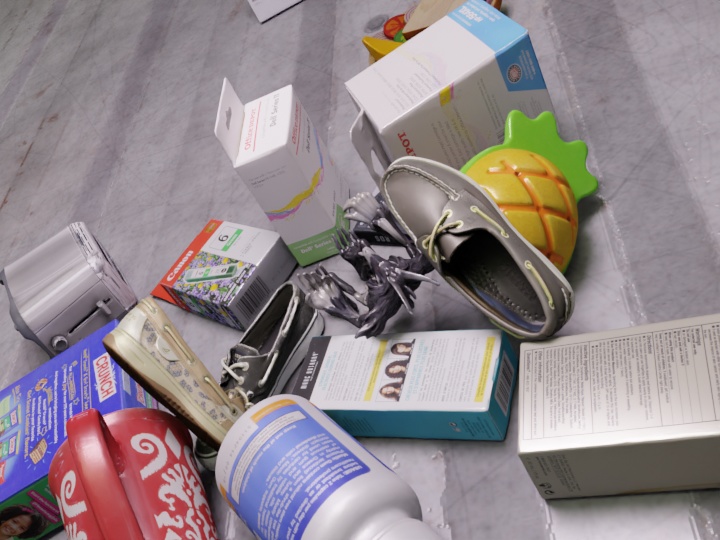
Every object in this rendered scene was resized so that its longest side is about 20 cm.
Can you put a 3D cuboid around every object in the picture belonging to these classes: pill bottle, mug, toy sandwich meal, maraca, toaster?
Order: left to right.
[{"bbox_3d":[-0.372,0.025,1.028,0.128,0.115,0.200,-37,38,-10],"label":"toaster"},{"bbox_3d":[-0.192,0.225,0.669,0.133,0.177,0.201,-45,44,7],"label":"mug"},{"bbox_3d":[-0.022,0.190,0.629,0.112,0.113,0.199,-44,41,-13],"label":"pill bottle"},{"bbox_3d":[0.091,-0.338,1.104,0.202,0.071,0.207,-19,42,18],"label":"toy sandwich meal"},{"bbox_3d":[0.149,-0.059,0.751,0.201,0.137,0.107,-56,13,-21],"label":"maraca"}]

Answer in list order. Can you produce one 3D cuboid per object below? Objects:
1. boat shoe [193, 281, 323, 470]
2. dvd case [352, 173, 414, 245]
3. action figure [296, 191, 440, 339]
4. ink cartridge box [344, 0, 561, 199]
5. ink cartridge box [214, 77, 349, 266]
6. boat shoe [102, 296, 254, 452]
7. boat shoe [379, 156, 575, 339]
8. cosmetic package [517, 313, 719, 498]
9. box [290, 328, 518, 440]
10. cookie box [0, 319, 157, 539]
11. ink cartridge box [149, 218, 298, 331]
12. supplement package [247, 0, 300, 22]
[{"bbox_3d":[-0.112,0.101,0.813,0.070,0.064,0.202,9,56,38],"label":"boat shoe"},{"bbox_3d":[0.093,-0.111,0.916,0.148,0.025,0.202,4,52,36],"label":"dvd case"},{"bbox_3d":[0.000,0.000,0.761,0.120,0.102,0.200,-53,14,-11],"label":"action figure"},{"bbox_3d":[0.085,-0.167,0.857,0.198,0.129,0.126,-32,39,2],"label":"ink cartridge box"},{"bbox_3d":[-0.081,-0.119,0.903,0.066,0.201,0.118,-18,42,16],"label":"ink cartridge box"},{"bbox_3d":[-0.139,0.110,0.729,0.063,0.200,0.073,-50,13,-23],"label":"boat shoe"},{"bbox_3d":[0.089,-0.022,0.665,0.201,0.060,0.072,43,114,13],"label":"boat shoe"},{"bbox_3d":[0.219,0.099,0.588,0.197,0.071,0.106,-10,45,26],"label":"cosmetic package"},{"bbox_3d":[0.036,0.103,0.724,0.197,0.049,0.083,-5,48,30],"label":"box"},{"bbox_3d":[-0.318,0.176,0.868,0.198,0.076,0.172,-31,40,4],"label":"cookie box"},{"bbox_3d":[-0.178,-0.004,0.971,0.198,0.051,0.110,14,59,41],"label":"ink cartridge box"},{"bbox_3d":[-0.169,-0.560,1.464,0.108,0.114,0.202,-25,39,9],"label":"supplement package"}]
